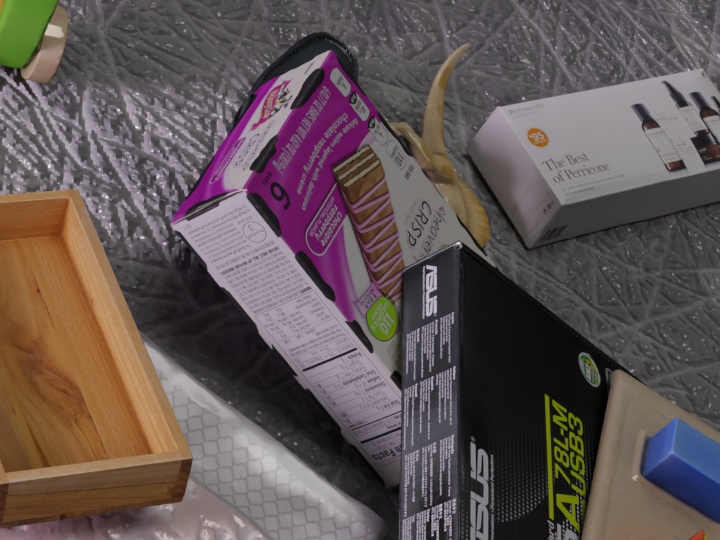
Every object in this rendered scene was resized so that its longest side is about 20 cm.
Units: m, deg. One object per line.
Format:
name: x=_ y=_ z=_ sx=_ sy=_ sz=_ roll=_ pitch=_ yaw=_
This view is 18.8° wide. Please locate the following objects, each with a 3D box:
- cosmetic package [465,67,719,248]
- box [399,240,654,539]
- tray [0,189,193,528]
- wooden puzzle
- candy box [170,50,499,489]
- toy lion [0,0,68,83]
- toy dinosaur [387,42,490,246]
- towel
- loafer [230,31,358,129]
cosmetic package: x=0.170 y=-0.077 z=1.430 sx=0.199 sy=0.051 sz=0.083 roll=-14 pitch=61 yaw=-39
box: x=0.096 y=0.114 z=1.160 sx=0.193 sy=0.047 sz=0.201 roll=39 pitch=41 yaw=-38
tray: x=-0.164 y=0.040 z=1.097 sx=0.098 sy=0.037 sz=0.201 roll=-5 pitch=45 yaw=-25
wooden puzzle: x=0.204 y=0.155 z=1.154 sx=0.185 sy=0.046 sz=0.201 roll=31 pitch=40 yaw=-13
candy box: x=0.000 y=0.000 z=1.195 sx=0.200 sy=0.061 sz=0.137 roll=52 pitch=39 yaw=-21
toy lion: x=-0.182 y=-0.239 z=1.248 sx=0.068 sy=0.192 sz=0.201 roll=11 pitch=49 yaw=-23
toy dinosaur: x=0.042 y=-0.053 z=1.340 sx=0.101 sy=0.058 sz=0.201 roll=14 pitch=53 yaw=-41
towel: x=-0.102 y=0.132 z=1.095 sx=0.200 sy=0.032 sz=0.191 roll=38 pitch=44 yaw=4
loafer: x=-0.041 y=-0.082 z=1.288 sx=0.068 sy=0.071 sz=0.201 roll=32 pitch=43 yaw=-4
